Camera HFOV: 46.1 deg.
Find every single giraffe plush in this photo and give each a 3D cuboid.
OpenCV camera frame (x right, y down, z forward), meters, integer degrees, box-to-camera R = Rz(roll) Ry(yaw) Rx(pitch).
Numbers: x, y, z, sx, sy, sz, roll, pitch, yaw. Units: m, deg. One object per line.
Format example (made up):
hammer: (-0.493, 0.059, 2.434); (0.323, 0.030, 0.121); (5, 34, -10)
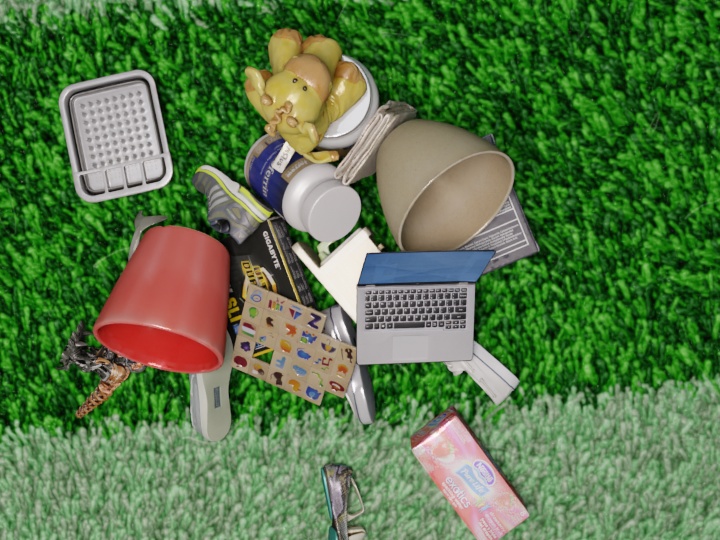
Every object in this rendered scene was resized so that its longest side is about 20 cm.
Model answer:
giraffe plush: (-0.088, -0.237, 1.151); (0.171, 0.162, 0.202); (14, 92, 3)

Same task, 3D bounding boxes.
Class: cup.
cup: (0.102, -0.136, 1.227); (0.200, 0.200, 0.144); (-39, 58, 3)

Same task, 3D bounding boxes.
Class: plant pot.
plant pot: (-0.290, 0.041, 1.308); (0.198, 0.201, 0.179); (9, 65, 3)

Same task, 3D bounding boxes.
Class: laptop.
laptop: (0.091, 0.058, 1.246); (0.185, 0.116, 0.202); (-1, 103, -7)

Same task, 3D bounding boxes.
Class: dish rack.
dish rack: (-0.408, -0.225, 1.430); (0.170, 0.044, 0.202); (-12, 91, 4)

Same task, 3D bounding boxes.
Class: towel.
towel: (0.025, -0.197, 1.295); (0.034, 0.200, 0.133); (38, 107, 4)

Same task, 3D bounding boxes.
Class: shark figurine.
shark figurine: (-0.358, 0.013, 1.421); (0.128, 0.089, 0.216); (-30, 99, -30)

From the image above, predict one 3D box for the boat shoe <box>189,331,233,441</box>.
boat shoe: (-0.259, 0.183, 1.414); (0.071, 0.070, 0.203); (9, 102, 41)

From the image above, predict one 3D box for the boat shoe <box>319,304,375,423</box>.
boat shoe: (-0.029, 0.160, 1.406); (0.065, 0.074, 0.202); (-18, 81, 12)

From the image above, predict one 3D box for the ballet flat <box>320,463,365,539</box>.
ballet flat: (-0.025, 0.422, 1.417); (0.071, 0.072, 0.202); (-4, 93, 3)

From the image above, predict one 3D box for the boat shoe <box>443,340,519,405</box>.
boat shoe: (0.169, 0.143, 1.394); (0.200, 0.074, 0.065); (40, 89, 2)

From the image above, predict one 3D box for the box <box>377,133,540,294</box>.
box: (0.155, -0.085, 1.363); (0.198, 0.123, 0.200); (-22, 90, 4)

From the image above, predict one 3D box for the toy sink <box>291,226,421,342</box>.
toy sink: (0.000, 0.000, 1.371); (0.112, 0.130, 0.200); (-41, 88, 3)

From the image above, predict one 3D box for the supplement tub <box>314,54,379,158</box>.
supplement tub: (-0.040, -0.258, 1.330); (0.143, 0.200, 0.146); (0, 92, 3)

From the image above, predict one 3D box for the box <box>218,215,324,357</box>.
box: (-0.164, 0.031, 1.391); (0.159, 0.049, 0.202); (-20, 91, 32)

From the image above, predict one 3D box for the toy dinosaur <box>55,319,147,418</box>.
toy dinosaur: (-0.429, 0.151, 1.422); (0.135, 0.102, 0.201); (27, 71, -14)

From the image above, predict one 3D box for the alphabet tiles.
alphabet tiles: (-0.104, 0.126, 1.350); (0.198, 0.008, 0.168); (22, 120, 7)

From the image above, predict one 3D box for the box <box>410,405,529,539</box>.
box: (0.176, 0.334, 1.384); (0.094, 0.103, 0.201); (-37, 88, 4)

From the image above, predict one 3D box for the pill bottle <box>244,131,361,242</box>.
pill bottle: (-0.091, -0.131, 1.332); (0.116, 0.116, 0.200); (-52, 47, 3)

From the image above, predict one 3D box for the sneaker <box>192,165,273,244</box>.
sneaker: (-0.224, -0.108, 1.364); (0.081, 0.200, 0.074); (-53, 133, -6)
